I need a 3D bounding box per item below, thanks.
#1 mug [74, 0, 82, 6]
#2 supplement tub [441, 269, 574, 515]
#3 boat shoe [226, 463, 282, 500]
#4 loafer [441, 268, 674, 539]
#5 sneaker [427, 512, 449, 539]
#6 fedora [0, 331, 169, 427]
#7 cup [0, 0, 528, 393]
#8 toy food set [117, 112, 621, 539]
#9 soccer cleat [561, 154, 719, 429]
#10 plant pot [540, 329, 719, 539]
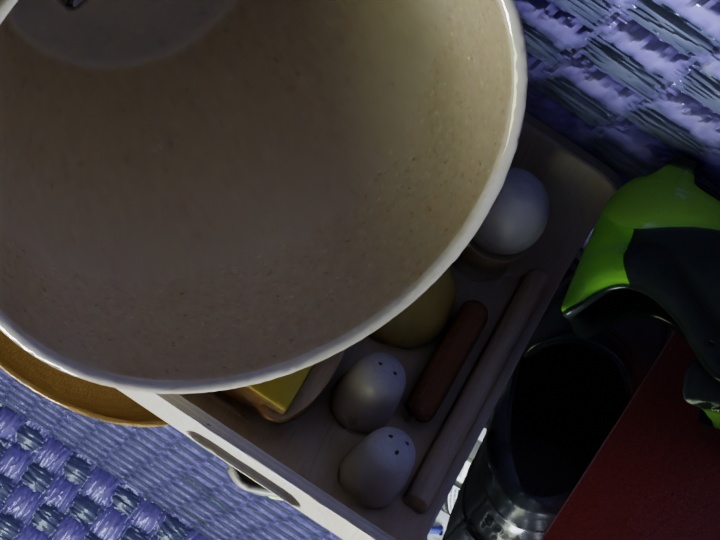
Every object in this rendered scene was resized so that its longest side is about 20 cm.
[{"bbox_3d":[-0.185,-0.060,1.217,0.149,0.153,0.187,-18,110,54],"label":"mug"},{"bbox_3d":[0.083,0.063,1.234,0.199,0.123,0.123,28,167,18],"label":"supplement tub"},{"bbox_3d":[0.026,0.072,1.367,0.201,0.060,0.072,-13,112,29],"label":"boat shoe"},{"bbox_3d":[0.087,0.051,1.096,0.068,0.201,0.071,26,131,4],"label":"loafer"},{"bbox_3d":[0.040,0.088,1.456,0.080,0.116,0.199,20,161,41],"label":"sneaker"},{"bbox_3d":[-0.106,-0.036,1.096,0.200,0.201,0.082,38,123,-23],"label":"fedora"},{"bbox_3d":[-0.062,-0.081,0.948,0.200,0.200,0.143,43,-170,-41],"label":"cup"},{"bbox_3d":[0.000,0.000,1.032,0.143,0.200,0.060,33,143,-2],"label":"toy food set"},{"bbox_3d":[0.165,0.030,0.995,0.199,0.081,0.068,26,167,28],"label":"soccer cleat"},{"bbox_3d":[0.195,0.142,1.039,0.175,0.200,0.201,2,127,34],"label":"plant pot"}]
